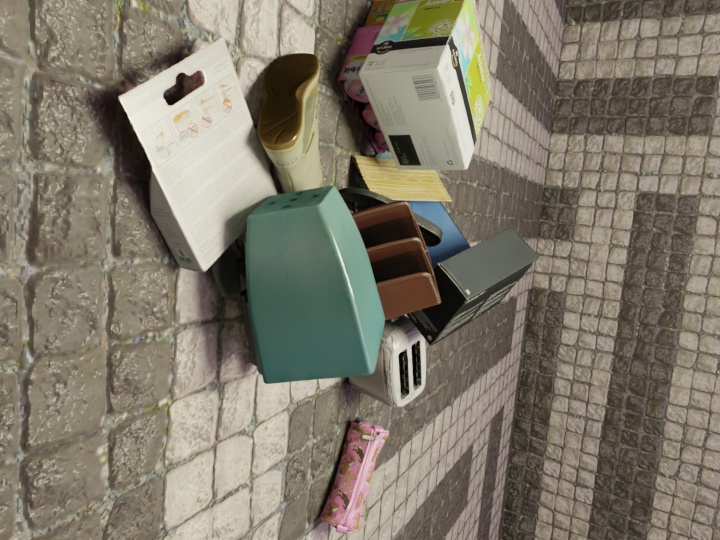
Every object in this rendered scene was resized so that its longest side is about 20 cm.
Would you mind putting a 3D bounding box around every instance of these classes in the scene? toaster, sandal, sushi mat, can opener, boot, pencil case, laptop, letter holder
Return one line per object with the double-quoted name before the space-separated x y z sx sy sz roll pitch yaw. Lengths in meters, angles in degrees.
"toaster" 0.045 0.163 0.982 0.113 0.128 0.204 -22 119 -38
"sandal" 0.047 -0.081 0.886 0.075 0.198 0.049 -41 -153 64
"sushi mat" 0.078 -0.165 0.963 0.197 0.012 0.097 -4 63 -38
"can opener" -0.150 0.048 0.699 0.066 0.053 0.203 -19 118 -21
"boot" -0.084 -0.181 0.719 0.156 0.071 0.203 79 11 -53
"pencil case" -0.010 0.391 1.011 0.087 0.082 0.203 52 53 -55
"laptop" 0.086 -0.052 0.937 0.189 0.116 0.199 57 28 11
"letter holder" 0.000 0.000 0.773 0.143 0.197 0.102 59 17 -49

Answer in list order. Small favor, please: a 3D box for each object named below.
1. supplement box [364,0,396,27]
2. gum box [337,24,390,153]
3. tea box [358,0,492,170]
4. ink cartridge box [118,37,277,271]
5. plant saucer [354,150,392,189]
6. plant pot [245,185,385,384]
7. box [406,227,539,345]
"supplement box" 0.077 -0.396 0.974 0.200 0.066 0.070 45 58 -57
"gum box" 0.042 -0.307 0.930 0.200 0.065 0.115 49 54 -55
"tea box" 0.116 -0.303 0.857 0.201 0.131 0.199 58 46 -49
"ink cartridge box" -0.178 -0.127 0.591 0.162 0.049 0.202 -55 140 -41
"plant saucer" 0.056 -0.194 1.002 0.019 0.070 0.200 -49 180 45
"plant pot" -0.059 0.009 0.654 0.142 0.139 0.203 -68 150 -66
"box" 0.189 0.025 0.898 0.198 0.079 0.142 -24 157 -36
